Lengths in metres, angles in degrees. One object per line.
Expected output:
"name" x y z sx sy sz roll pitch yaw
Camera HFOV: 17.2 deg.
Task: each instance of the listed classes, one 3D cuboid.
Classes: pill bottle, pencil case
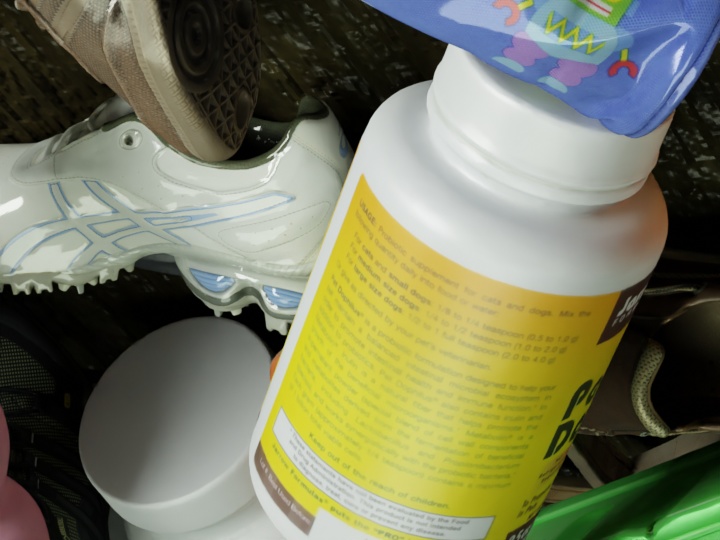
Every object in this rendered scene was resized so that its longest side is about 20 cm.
"pill bottle" 0.037 0.010 0.830 0.109 0.109 0.200 18 124 -5
"pill bottle" -0.036 0.113 1.069 0.116 0.116 0.200 -3 144 28
"pencil case" 0.024 -0.118 0.705 0.200 0.078 0.087 27 126 -18

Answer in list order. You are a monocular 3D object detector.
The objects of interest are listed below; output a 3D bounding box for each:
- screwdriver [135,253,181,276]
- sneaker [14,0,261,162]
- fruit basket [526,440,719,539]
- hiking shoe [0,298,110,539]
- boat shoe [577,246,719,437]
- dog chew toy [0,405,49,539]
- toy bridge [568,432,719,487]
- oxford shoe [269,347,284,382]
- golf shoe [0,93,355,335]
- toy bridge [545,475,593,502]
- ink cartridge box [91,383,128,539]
"screwdriver" 0.000 0.000 0.955 0.200 0.029 0.028 10 149 11
"sneaker" -0.096 -0.116 0.775 0.075 0.070 0.200 0 137 26
"fruit basket" 0.174 0.141 0.958 0.215 0.156 0.216 -19 171 -3
"hiking shoe" -0.147 0.096 1.026 0.076 0.200 0.101 -23 165 6
"boat shoe" 0.110 0.029 0.889 0.202 0.075 0.075 -10 105 25
"dog chew toy" -0.194 0.067 0.913 0.124 0.125 0.200 -15 118 41
"toy bridge" 0.138 0.087 1.019 0.200 0.027 0.067 30 147 -20
"oxford shoe" 0.037 0.089 1.000 0.071 0.073 0.200 8 135 43
"golf shoe" -0.092 -0.041 0.909 0.200 0.078 0.097 5 127 12
"toy bridge" 0.143 0.139 1.072 0.200 0.067 0.027 31 147 -2
"ink cartridge box" -0.182 0.123 1.182 0.200 0.086 0.146 1 146 25
